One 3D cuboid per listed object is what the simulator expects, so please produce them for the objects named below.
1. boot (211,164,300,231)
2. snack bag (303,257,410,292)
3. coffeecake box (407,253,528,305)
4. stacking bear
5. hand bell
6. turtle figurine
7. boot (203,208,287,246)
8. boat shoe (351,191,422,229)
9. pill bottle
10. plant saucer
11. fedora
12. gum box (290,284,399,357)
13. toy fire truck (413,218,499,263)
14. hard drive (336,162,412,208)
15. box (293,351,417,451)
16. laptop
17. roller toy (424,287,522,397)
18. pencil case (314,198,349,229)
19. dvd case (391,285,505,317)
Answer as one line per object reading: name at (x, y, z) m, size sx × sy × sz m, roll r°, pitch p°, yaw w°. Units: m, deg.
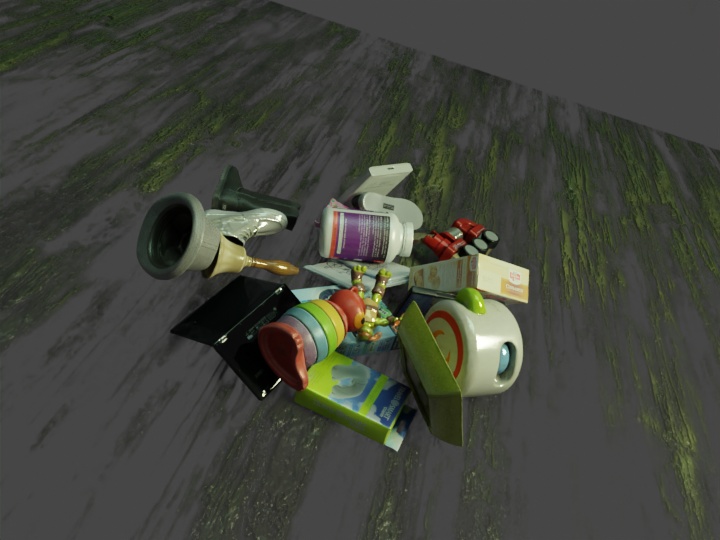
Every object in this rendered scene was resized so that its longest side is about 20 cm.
boot at (-0.239, -0.175, 1.704) m, size 0.199 × 0.066 × 0.165 m, roll 11°, pitch 42°, yaw -4°
snack bag at (0.000, 0.000, 1.546) m, size 0.200 × 0.021 × 0.188 m, roll -12°, pitch 26°, yaw -43°
coffeecake box at (0.221, 0.029, 1.478) m, size 0.153 × 0.200 × 0.073 m, roll 15°, pitch 73°, yaw -36°
stacking bear at (-0.069, 0.099, 1.249) m, size 0.113 × 0.122 × 0.200 m, roll 21°, pitch 39°, yaw 39°
hand bell at (-0.220, -0.015, 1.488) m, size 0.199 × 0.104 × 0.104 m, roll 13°, pitch 31°, yaw -31°
turtle figurine at (0.023, 0.074, 1.375) m, size 0.199 × 0.064 × 0.162 m, roll 3°, pitch 57°, yaw 6°
boot at (-0.256, -0.082, 1.572) m, size 0.199 × 0.074 × 0.096 m, roll -2°, pitch 43°, yaw -14°
boat shoe at (0.067, -0.149, 1.737) m, size 0.199 × 0.069 × 0.057 m, roll 17°, pitch -6°, yaw -36°
pill bottle at (0.011, -0.076, 1.566) m, size 0.199 × 0.113 × 0.113 m, roll 5°, pitch 34°, yaw -6°
plant saucer at (0.114, 0.187, 1.233) m, size 0.048 × 0.200 × 0.200 m, roll -19°, pitch 51°, yaw -7°
fedora at (-0.349, -0.060, 1.418) m, size 0.199 × 0.178 × 0.090 m, roll 2°, pitch -13°, yaw 43°
gum box at (-0.034, 0.099, 1.421) m, size 0.199 × 0.045 × 0.170 m, roll -7°, pitch 40°, yaw -31°
toy fire truck at (0.204, -0.068, 1.731) m, size 0.200 × 0.129 × 0.176 m, roll 40°, pitch 38°, yaw 15°
hard drive at (0.022, -0.196, 1.750) m, size 0.132 × 0.200 × 0.026 m, roll -13°, pitch 74°, yaw -38°
box at (-0.002, 0.223, 1.253) m, size 0.199 × 0.048 × 0.122 m, roll 24°, pitch 34°, yaw 11°
laptop at (-0.202, 0.115, 1.306) m, size 0.200 × 0.116 × 0.187 m, roll 49°, pitch 55°, yaw -2°
roller toy at (0.208, 0.146, 1.344) m, size 0.139 × 0.200 × 0.183 m, roll 0°, pitch 62°, yaw -27°
pencil case at (-0.005, -0.094, 1.686) m, size 0.199 × 0.088 × 0.087 m, roll 26°, pitch 34°, yaw 12°
dvd case at (0.175, 0.086, 1.456) m, size 0.199 × 0.143 × 0.018 m, roll 10°, pitch 58°, yaw -12°
